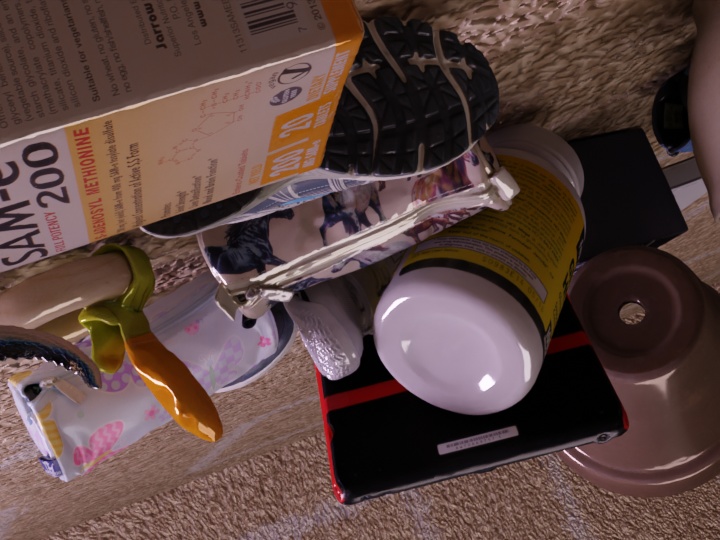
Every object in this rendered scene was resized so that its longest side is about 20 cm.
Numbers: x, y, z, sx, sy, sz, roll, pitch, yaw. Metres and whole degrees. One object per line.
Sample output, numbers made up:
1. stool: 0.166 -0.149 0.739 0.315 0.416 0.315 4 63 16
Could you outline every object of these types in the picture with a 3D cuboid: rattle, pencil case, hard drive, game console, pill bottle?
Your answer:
1. rattle: -0.210 0.077 0.718 0.198 0.145 0.130 -25 -171 -21
2. pencil case: -0.003 -0.037 0.698 0.197 0.090 0.078 -24 139 10
3. hard drive: 0.364 -0.089 1.349 0.130 0.027 0.200 -20 169 -14
4. game console: 0.068 0.077 0.786 0.196 0.178 0.031 -15 127 1
5. pill bottle: 0.091 -0.010 0.769 0.112 0.112 0.201 -32 -160 43
6. pencil case: -0.158 0.068 0.829 0.198 0.083 0.092 -29 135 -21

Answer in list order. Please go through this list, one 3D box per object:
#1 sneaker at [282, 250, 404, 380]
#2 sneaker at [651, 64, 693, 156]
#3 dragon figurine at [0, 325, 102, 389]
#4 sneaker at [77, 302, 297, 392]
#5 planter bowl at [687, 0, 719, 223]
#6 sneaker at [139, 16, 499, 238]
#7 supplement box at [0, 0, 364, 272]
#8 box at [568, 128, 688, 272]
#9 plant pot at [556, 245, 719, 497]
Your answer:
1. sneaker: 0.000 0.000 0.801 0.114 0.076 0.200 -29 -160 0
2. sneaker: 0.272 -0.130 0.892 0.087 0.080 0.200 -8 170 10
3. dragon figurine: -0.208 0.029 0.476 0.100 0.198 0.059 -58 180 -14
4. sneaker: -0.149 0.069 0.942 0.199 0.078 0.146 -21 172 -3
5. planter bowl: 0.285 -0.133 0.696 0.197 0.137 0.200 -22 169 -5
6. sneaker: -0.028 -0.072 0.577 0.196 0.079 0.086 -15 -179 -3
7. supplement box: -0.107 -0.061 0.417 0.197 0.075 0.126 -19 168 -14
8. box: 0.152 -0.028 1.009 0.198 0.106 0.182 -15 165 -36
9. plant pot: 0.232 0.068 0.931 0.197 0.203 0.175 -23 151 5
